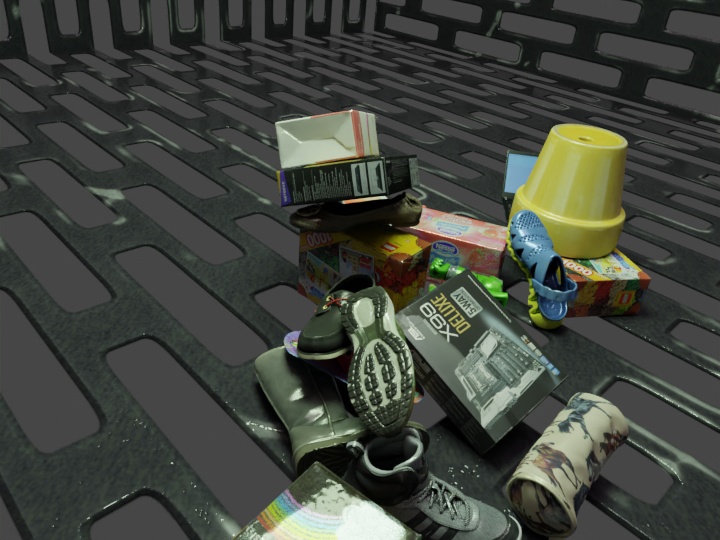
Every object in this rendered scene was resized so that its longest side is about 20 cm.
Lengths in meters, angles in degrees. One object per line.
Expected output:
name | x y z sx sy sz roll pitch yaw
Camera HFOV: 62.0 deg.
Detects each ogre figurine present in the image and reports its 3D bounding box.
ogre figurine | 0.160 0.065 0.914 0.119 0.099 0.200 4 26 7

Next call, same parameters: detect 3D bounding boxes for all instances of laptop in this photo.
laptop | 0.421 -0.184 1.371 0.175 0.104 0.200 8 31 4

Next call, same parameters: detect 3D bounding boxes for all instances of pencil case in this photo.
pencil case | 0.243 0.220 0.690 0.077 0.090 0.199 -6 16 43

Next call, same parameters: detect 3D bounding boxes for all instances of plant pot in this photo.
plant pot | 0.382 -0.151 1.072 0.199 0.190 0.201 4 30 -2

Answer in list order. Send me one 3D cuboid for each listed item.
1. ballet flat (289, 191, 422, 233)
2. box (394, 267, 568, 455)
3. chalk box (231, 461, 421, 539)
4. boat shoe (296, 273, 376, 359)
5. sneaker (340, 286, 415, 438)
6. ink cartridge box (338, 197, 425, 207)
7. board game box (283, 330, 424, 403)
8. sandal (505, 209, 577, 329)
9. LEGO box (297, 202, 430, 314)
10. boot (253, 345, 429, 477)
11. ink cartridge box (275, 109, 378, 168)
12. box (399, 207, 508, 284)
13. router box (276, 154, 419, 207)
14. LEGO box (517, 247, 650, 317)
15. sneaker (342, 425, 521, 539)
ballet flat | -0.004 -0.086 0.861 0.198 0.047 0.068 -4 31 -14
box | 0.148 0.112 0.790 0.157 0.050 0.200 -28 68 -32
chalk box | -0.058 0.284 0.483 0.124 0.125 0.200 26 37 28
boat shoe | -0.030 0.056 0.773 0.073 0.064 0.201 5 18 18
sneaker | 0.033 0.107 0.672 0.076 0.089 0.201 -25 37 14
ink cartridge box | 0.062 -0.117 1.248 0.198 0.051 0.163 -4 32 -10
board game box | 0.000 0.108 0.794 0.199 0.039 0.158 25 10 16
sandal | 0.302 -0.011 0.978 0.079 0.087 0.202 -13 74 -15
LEGO box | 0.000 0.000 0.927 0.199 0.150 0.077 27 36 32
boot | -0.030 0.166 0.751 0.180 0.073 0.200 2 21 -21
ink cartridge box | -0.039 -0.197 0.911 0.115 0.068 0.200 -6 11 14
box | 0.159 -0.038 1.081 0.198 0.103 0.095 16 32 15
router box | -0.010 -0.134 0.880 0.156 0.053 0.200 -4 10 18
LEGO box | 0.394 -0.004 1.089 0.147 0.078 0.200 -2 32 -13
sneaker | 0.071 0.228 0.607 0.198 0.115 0.076 11 31 8
